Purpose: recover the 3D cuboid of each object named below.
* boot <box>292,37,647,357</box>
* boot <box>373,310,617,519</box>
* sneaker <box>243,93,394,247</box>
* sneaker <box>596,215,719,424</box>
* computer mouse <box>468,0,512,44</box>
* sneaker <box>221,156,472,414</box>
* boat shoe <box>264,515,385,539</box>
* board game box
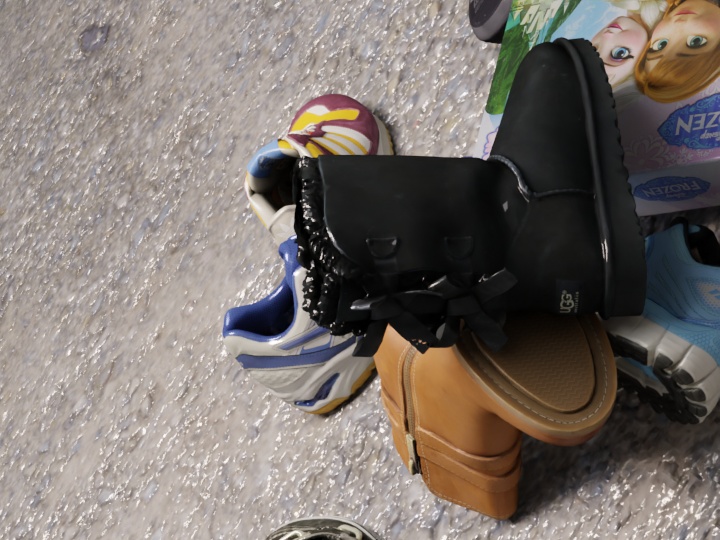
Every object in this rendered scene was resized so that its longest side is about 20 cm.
[{"bbox_3d":[0.047,-0.042,1.322,0.198,0.162,0.073,-98,8,-45],"label":"boot"},{"bbox_3d":[0.064,0.073,1.365,0.077,0.155,0.200,-26,40,-27],"label":"boot"},{"bbox_3d":[-0.031,-0.068,1.710,0.075,0.090,0.200,-48,28,18],"label":"sneaker"},{"bbox_3d":[0.147,0.015,1.375,0.090,0.078,0.200,-42,28,-11],"label":"sneaker"},{"bbox_3d":[0.110,-0.211,1.664,0.139,0.053,0.200,-55,20,40],"label":"computer mouse"},{"bbox_3d":[0.000,0.000,1.594,0.200,0.088,0.075,-47,27,17],"label":"sneaker"},{"bbox_3d":[-0.016,0.168,1.471,0.071,0.064,0.200,-62,27,-7],"label":"boat shoe"},{"bbox_3d":[0.165,-0.121,1.436,0.200,0.041,0.200,-9,52,35],"label":"board game box"}]
